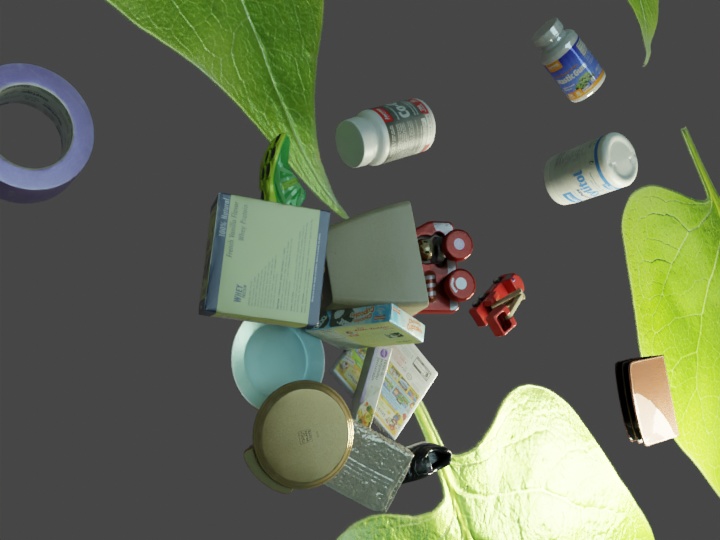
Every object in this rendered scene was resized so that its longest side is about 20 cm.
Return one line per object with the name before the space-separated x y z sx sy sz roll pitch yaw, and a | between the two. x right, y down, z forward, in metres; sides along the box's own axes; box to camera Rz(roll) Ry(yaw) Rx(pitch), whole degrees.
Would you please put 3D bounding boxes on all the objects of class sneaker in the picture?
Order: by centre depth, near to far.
sneaker | -0.148 -0.159 1.506 0.082 0.074 0.205 1 88 -31
sneaker | 0.094 0.380 1.545 0.197 0.087 0.078 -14 88 -35

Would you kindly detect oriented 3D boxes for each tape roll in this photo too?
tape roll | -0.531 -0.215 1.246 0.196 0.084 0.205 9 75 -32

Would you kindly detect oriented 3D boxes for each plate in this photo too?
plate | -0.155 0.166 1.459 0.197 0.025 0.205 9 75 -33

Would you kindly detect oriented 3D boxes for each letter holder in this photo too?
letter holder | 0.693 0.325 1.960 0.140 0.100 0.205 -6 83 -32

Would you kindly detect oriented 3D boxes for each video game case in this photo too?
video game case | 0.051 0.207 1.593 0.201 0.023 0.183 50 58 -17

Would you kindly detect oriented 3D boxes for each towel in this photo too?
towel | -0.006 0.357 1.474 0.198 0.034 0.134 31 85 -13

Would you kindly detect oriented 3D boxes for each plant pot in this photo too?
plant pot | 0.000 0.000 1.501 0.173 0.200 0.205 -6 77 -18

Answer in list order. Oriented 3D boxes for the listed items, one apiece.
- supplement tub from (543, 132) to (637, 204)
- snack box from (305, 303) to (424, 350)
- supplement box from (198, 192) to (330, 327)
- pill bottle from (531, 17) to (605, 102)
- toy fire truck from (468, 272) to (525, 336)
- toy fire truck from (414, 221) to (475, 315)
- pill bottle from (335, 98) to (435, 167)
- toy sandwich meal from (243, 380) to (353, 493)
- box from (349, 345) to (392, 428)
supplement tub | 0.563 -0.247 1.927 0.130 0.199 0.135 8 75 -31
snack box | 0.007 0.107 1.458 0.116 0.197 0.038 33 57 -46
supplement box | -0.171 -0.011 1.377 0.195 0.134 0.205 8 82 -16
pill bottle | 0.530 -0.543 2.021 0.200 0.111 0.113 44 60 -18
toy fire truck | 0.313 0.070 1.727 0.200 0.140 0.049 -42 103 -32
toy fire truck | 0.145 -0.004 1.659 0.164 0.112 0.205 0 79 -15
pill bottle | 0.052 -0.285 1.639 0.197 0.113 0.116 -21 92 -35
toy sandwich meal | -0.107 0.296 1.399 0.200 0.070 0.211 1 87 -14
box | 0.012 0.241 1.518 0.038 0.041 0.205 18 84 -22
